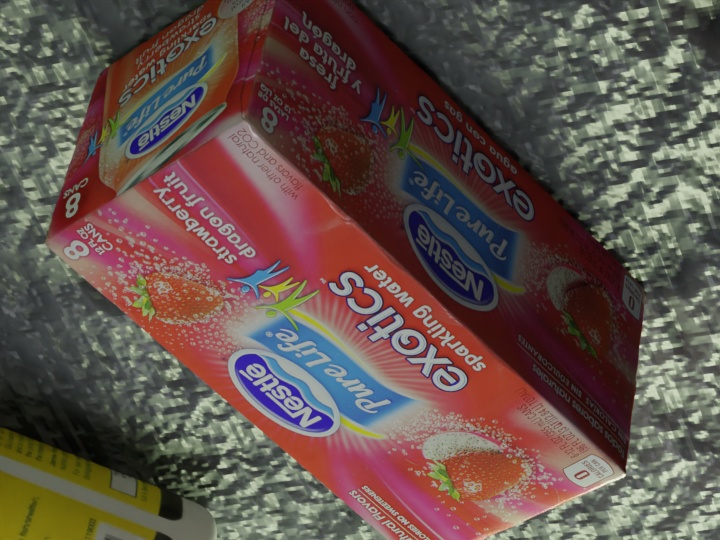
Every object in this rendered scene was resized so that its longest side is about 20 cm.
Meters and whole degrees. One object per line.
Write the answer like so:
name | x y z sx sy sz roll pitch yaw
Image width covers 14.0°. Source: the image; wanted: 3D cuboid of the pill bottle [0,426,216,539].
pill bottle | -0.166 0.112 1.152 0.199 0.113 0.113 22 133 -9

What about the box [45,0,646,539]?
box | 0.000 0.000 1.022 0.100 0.096 0.200 -28 122 33
